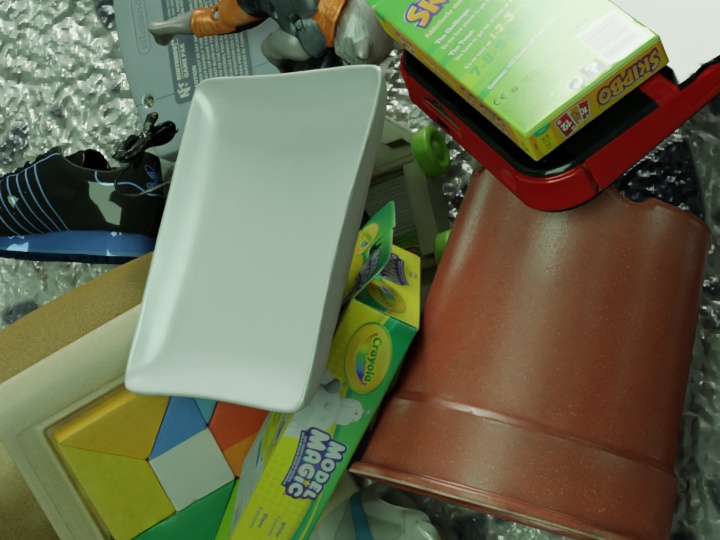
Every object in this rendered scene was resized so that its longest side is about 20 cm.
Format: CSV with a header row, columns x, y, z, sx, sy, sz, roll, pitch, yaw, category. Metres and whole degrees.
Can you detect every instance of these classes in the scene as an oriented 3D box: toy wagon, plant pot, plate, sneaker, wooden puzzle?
x,y,z,sx,sy,sz,roll,pitch,yaw,category
0.000,0.000,1.515,0.154,0.039,0.202,-19,77,28,toy wagon
-0.177,0.088,1.544,0.200,0.186,0.187,-45,65,6,plant pot
-0.057,-0.017,1.362,0.199,0.032,0.201,2,77,54,plate
-0.224,-0.048,1.639,0.198,0.070,0.079,4,83,24,sneaker
0.027,0.195,1.418,0.081,0.077,0.200,-41,34,0,sneaker
-0.112,0.119,1.465,0.184,0.201,0.037,-29,24,-6,wooden puzzle
0.113,0.051,1.364,0.199,0.200,0.197,12,84,31,plant pot

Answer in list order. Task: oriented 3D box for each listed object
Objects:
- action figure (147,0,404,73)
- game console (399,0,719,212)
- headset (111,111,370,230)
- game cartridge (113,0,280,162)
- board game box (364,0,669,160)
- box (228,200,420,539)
x,y,z,sx,sy,sz,roll,pitch,yaw,category
-0.061,-0.157,1.495,0.192,0.104,0.202,19,93,31,action figure
0.128,-0.127,1.346,0.176,0.031,0.200,-36,40,-6,game console
-0.071,-0.029,1.492,0.199,0.094,0.124,33,119,7,headset
-0.108,-0.183,1.599,0.132,0.041,0.202,-15,78,33,game cartridge
0.085,-0.141,1.342,0.095,0.030,0.200,-36,43,-6,board game box
-0.015,0.064,1.379,0.048,0.118,0.201,23,111,-7,box
